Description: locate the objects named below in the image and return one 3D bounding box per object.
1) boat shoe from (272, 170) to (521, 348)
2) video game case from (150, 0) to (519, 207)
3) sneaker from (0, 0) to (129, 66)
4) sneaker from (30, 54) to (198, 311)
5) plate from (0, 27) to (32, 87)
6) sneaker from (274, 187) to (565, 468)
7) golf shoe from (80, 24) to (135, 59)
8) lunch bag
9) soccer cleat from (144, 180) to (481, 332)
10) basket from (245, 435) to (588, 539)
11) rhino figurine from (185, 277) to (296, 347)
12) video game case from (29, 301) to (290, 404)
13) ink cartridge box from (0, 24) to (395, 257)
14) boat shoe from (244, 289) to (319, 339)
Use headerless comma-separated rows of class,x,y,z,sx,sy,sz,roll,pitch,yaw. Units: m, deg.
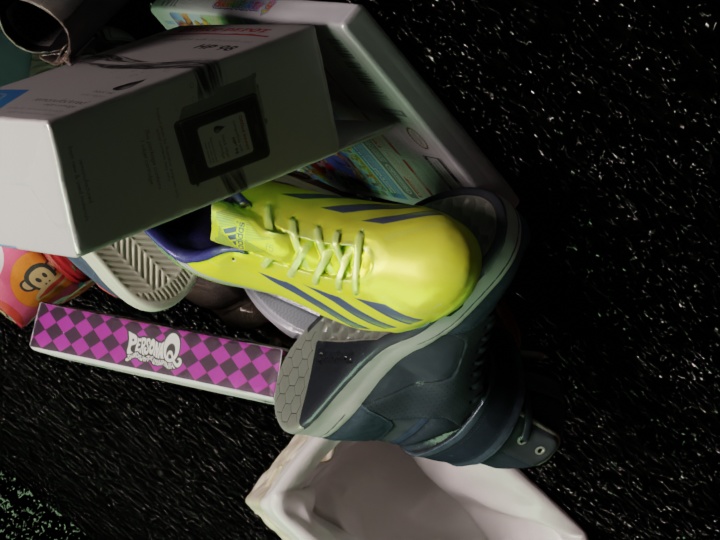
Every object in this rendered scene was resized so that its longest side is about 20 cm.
boat shoe,0.004,-0.005,1.299,0.202,0.075,0.075,34,-172,-26
video game case,-0.017,-0.089,1.219,0.143,0.018,0.200,48,161,-29
sneaker,-0.156,-0.153,1.195,0.075,0.106,0.200,43,163,-11
sneaker,-0.175,-0.060,1.355,0.200,0.075,0.084,58,163,-13
plate,-0.208,-0.186,1.220,0.200,0.026,0.201,-19,-90,-84
sneaker,0.066,0.035,1.215,0.146,0.077,0.202,16,142,-26
golf shoe,-0.148,-0.081,1.430,0.092,0.073,0.200,33,163,19
lunch bag,-0.234,-0.059,1.532,0.176,0.082,0.200,51,-168,-3
soccer cleat,-0.031,-0.013,1.142,0.200,0.065,0.084,12,176,39
basket,0.033,0.172,1.603,0.200,0.136,0.123,42,168,-10
rhino figurine,-0.073,0.010,1.525,0.087,0.060,0.200,9,157,46
video game case,-0.076,0.062,1.462,0.200,0.036,0.181,9,176,36
ink cartridge box,-0.095,-0.073,1.125,0.116,0.200,0.067,7,115,50
boat shoe,0.007,0.033,1.399,0.200,0.072,0.062,31,168,24
